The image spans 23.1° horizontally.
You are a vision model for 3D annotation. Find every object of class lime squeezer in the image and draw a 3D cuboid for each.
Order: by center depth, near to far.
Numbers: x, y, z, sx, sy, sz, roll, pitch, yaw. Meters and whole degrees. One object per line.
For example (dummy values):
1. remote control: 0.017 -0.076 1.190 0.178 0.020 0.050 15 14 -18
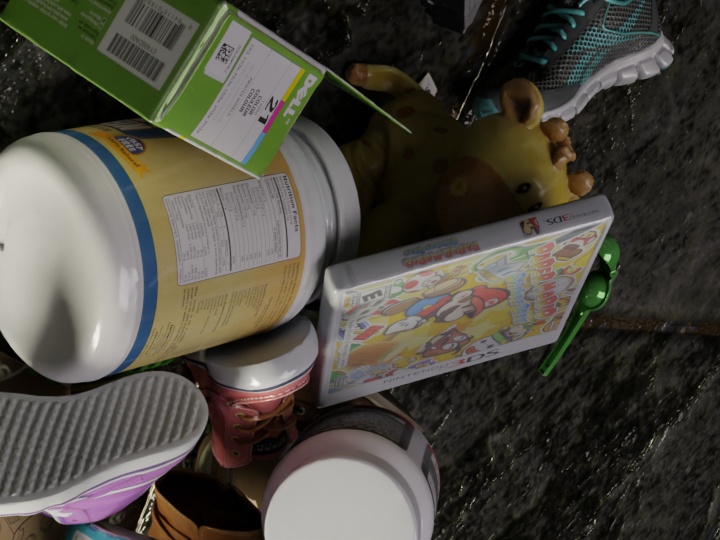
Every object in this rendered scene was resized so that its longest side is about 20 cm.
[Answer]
1. lime squeezer: 0.193 0.009 1.525 0.071 0.038 0.200 -31 138 -30

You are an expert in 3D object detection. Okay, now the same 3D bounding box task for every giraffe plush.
1. giraffe plush: 0.069 -0.050 1.182 0.173 0.162 0.200 36 67 -43

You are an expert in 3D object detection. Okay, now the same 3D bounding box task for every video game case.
1. video game case: 0.060 0.024 1.143 0.182 0.023 0.200 -15 157 -11

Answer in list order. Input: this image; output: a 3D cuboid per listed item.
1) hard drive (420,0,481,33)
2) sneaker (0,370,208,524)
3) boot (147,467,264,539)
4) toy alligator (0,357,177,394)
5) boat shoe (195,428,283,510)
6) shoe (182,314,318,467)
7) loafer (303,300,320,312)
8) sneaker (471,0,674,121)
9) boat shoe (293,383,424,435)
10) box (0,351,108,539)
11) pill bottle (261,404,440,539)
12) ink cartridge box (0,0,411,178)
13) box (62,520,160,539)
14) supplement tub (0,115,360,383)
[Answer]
1. hard drive: 0.078 -0.246 1.094 0.200 0.038 0.140 82 32 -75
2. sneaker: -0.193 0.124 1.030 0.200 0.073 0.114 -4 150 -38
3. boot: -0.065 0.225 1.266 0.155 0.200 0.074 94 16 -46
4. toy alligator: -0.163 0.052 1.097 0.200 0.054 0.059 -11 96 -62
5. boat shoe: -0.068 0.190 1.334 0.072 0.076 0.200 -39 141 -22
6. shoe: -0.064 0.081 1.141 0.071 0.200 0.091 -22 100 -16
7. loafer: 0.000 0.000 1.271 0.200 0.072 0.063 10 104 -50
8. sneaker: 0.154 -0.172 1.322 0.200 0.078 0.091 -31 122 -36
9. boat shoe: -0.029 0.096 1.319 0.068 0.072 0.200 -51 135 2
10. box: -0.216 0.145 1.096 0.200 0.021 0.164 42 54 -61
11. pill bottle: -0.006 0.157 1.178 0.114 0.114 0.200 -58 177 5
12. ink cartridge box: -0.083 -0.113 1.013 0.076 0.148 0.200 -58 144 3
13. box: -0.092 0.213 1.126 0.200 0.082 0.049 24 83 -26
14. supplement tub: -0.113 -0.022 1.056 0.200 0.145 0.145 -15 128 -43
